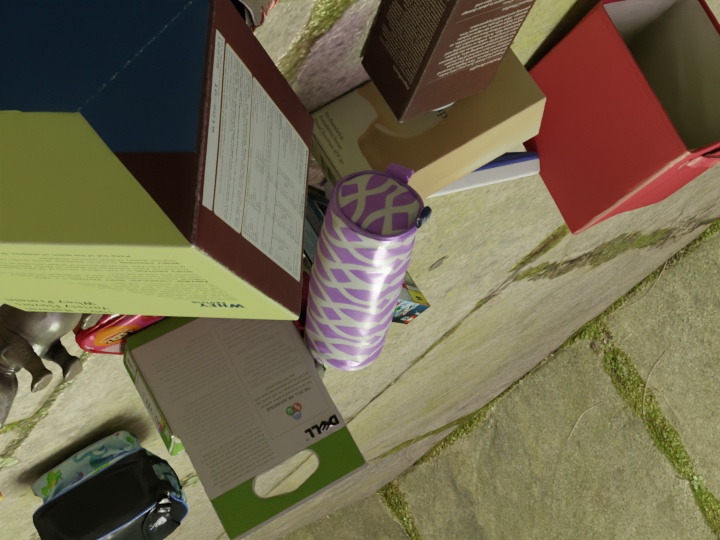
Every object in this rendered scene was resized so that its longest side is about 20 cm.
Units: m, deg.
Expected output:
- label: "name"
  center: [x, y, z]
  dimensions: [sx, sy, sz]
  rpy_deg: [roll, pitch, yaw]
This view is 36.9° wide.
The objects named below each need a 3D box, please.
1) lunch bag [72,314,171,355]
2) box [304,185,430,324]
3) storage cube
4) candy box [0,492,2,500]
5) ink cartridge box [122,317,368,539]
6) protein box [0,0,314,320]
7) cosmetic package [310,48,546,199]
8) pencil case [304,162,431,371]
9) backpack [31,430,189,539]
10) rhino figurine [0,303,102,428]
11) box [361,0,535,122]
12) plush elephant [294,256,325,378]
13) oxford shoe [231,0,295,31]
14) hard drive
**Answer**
- label: "lunch bag"
  center: [-0.168, 0.000, 0.996]
  dimensions: [0.199, 0.083, 0.176]
  rpy_deg: [-33, 167, 7]
- label: "box"
  center: [-0.005, -0.013, 1.143]
  dimensions: [0.038, 0.137, 0.200]
  rpy_deg: [-37, 162, 13]
- label: "storage cube"
  center: [0.289, -0.172, 1.145]
  dimensions: [0.170, 0.202, 0.180]
  rpy_deg: [-20, 166, -37]
- label: "candy box"
  center: [-0.432, 0.208, 0.916]
  dimensions: [0.198, 0.078, 0.169]
  rpy_deg: [-32, 164, -4]
- label: "ink cartridge box"
  center: [-0.107, 0.128, 0.978]
  dimensions: [0.146, 0.202, 0.076]
  rpy_deg: [-25, 167, -22]
- label: "protein box"
  center: [-0.146, -0.057, 0.621]
  dimensions: [0.195, 0.137, 0.200]
  rpy_deg: [1, 168, 12]
- label: "cosmetic package"
  center: [0.059, -0.132, 0.985]
  dimensions: [0.198, 0.106, 0.071]
  rpy_deg: [-31, 162, -9]
- label: "pencil case"
  center: [0.000, 0.000, 0.933]
  dimensions: [0.201, 0.083, 0.086]
  rpy_deg: [107, 7, -47]
- label: "backpack"
  center: [-0.328, 0.310, 1.443]
  dimensions: [0.182, 0.148, 0.200]
  rpy_deg: [-32, 160, -5]
- label: "rhino figurine"
  center: [-0.274, 0.057, 0.899]
  dimensions: [0.200, 0.088, 0.060]
  rpy_deg: [-48, 162, 14]
- label: "box"
  center: [0.079, -0.214, 0.850]
  dimensions: [0.099, 0.075, 0.201]
  rpy_deg: [-24, 160, -26]
- label: "plush elephant"
  center: [-0.070, 0.066, 1.211]
  dimensions: [0.199, 0.156, 0.165]
  rpy_deg: [-34, 163, 6]
- label: "oxford shoe"
  center: [-0.076, -0.173, 0.674]
  dimensions: [0.198, 0.074, 0.071]
  rpy_deg: [-19, 159, -39]
- label: "hard drive"
  center: [0.077, -0.099, 1.128]
  dimensions: [0.131, 0.026, 0.198]
  rpy_deg: [3, -167, 44]
